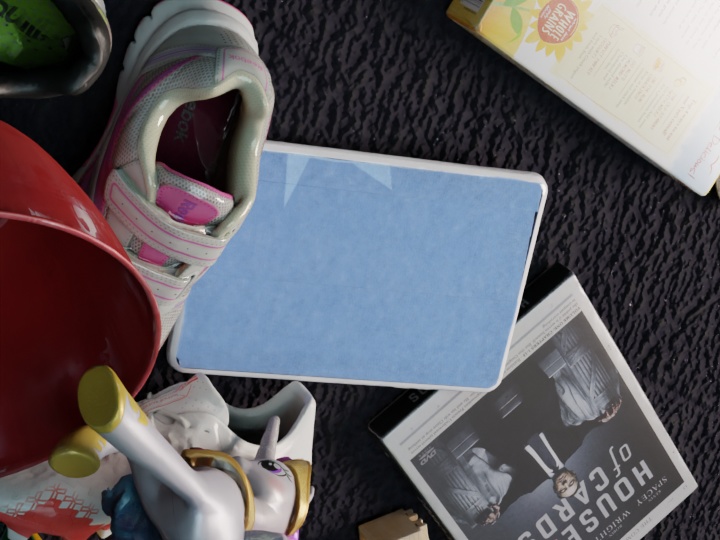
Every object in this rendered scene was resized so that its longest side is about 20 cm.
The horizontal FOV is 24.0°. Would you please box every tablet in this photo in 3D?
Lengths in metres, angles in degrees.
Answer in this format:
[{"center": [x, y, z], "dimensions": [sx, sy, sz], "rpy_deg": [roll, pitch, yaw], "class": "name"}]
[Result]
[{"center": [0.000, 0.000, 0.913], "dimensions": [0.198, 0.014, 0.131], "rpy_deg": [5, 108, -22], "class": "tablet"}]

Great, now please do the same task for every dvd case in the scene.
[{"center": [0.110, 0.114, 1.027], "dimensions": [0.150, 0.025, 0.201], "rpy_deg": [-40, 123, -7], "class": "dvd case"}]

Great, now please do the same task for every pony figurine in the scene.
[{"center": [-0.062, 0.147, 0.775], "dimensions": [0.165, 0.195, 0.200], "rpy_deg": [-23, 157, 22], "class": "pony figurine"}]

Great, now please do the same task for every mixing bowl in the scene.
[{"center": [-0.193, 0.000, 0.744], "dimensions": [0.198, 0.109, 0.201], "rpy_deg": [-11, 144, -8], "class": "mixing bowl"}]

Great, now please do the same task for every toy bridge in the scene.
[{"center": [0.042, 0.233, 1.041], "dimensions": [0.067, 0.027, 0.202], "rpy_deg": [-19, 119, -21], "class": "toy bridge"}]

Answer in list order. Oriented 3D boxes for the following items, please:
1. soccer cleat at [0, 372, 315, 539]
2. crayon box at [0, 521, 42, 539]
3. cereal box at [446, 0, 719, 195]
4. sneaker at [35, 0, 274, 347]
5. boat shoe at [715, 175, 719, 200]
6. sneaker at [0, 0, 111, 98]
[{"center": [-0.109, 0.092, 0.873], "dimensions": [0.198, 0.069, 0.086], "rpy_deg": [4, 115, -34], "class": "soccer cleat"}, {"center": [-0.143, 0.225, 0.882], "dimensions": [0.058, 0.119, 0.201], "rpy_deg": [-35, 124, -10], "class": "crayon box"}, {"center": [0.159, -0.148, 0.931], "dimensions": [0.199, 0.039, 0.145], "rpy_deg": [30, 95, -35], "class": "cereal box"}, {"center": [-0.100, -0.030, 0.807], "dimensions": [0.081, 0.088, 0.202], "rpy_deg": [16, 103, -23], "class": "sneaker"}, {"center": [0.303, -0.092, 1.014], "dimensions": [0.199, 0.069, 0.071], "rpy_deg": [-34, 125, -11], "class": "boat shoe"}, {"center": [-0.190, -0.121, 0.725], "dimensions": [0.198, 0.087, 0.074], "rpy_deg": [16, 103, -32], "class": "sneaker"}]
